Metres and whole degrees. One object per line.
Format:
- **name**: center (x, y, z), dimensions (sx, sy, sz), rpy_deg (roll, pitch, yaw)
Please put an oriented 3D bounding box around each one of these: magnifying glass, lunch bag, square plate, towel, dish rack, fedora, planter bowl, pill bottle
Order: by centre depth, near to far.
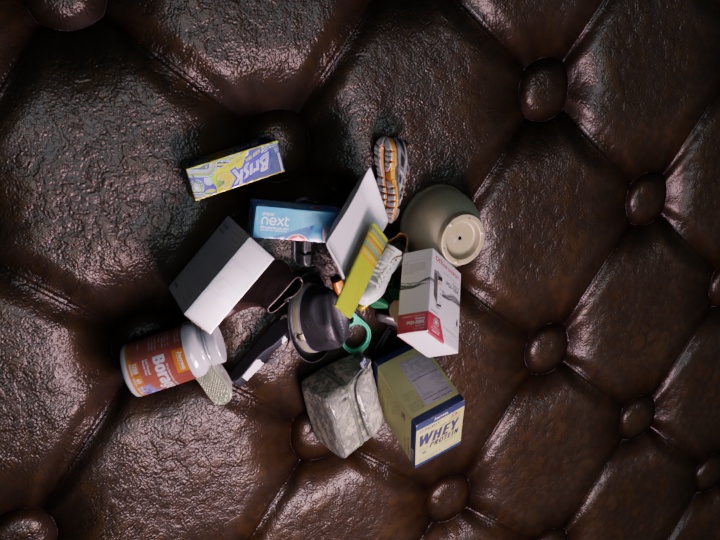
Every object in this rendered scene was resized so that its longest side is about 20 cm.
- **pill bottle**: center (-0.383, 0.178, 1.547), dimensions (0.197, 0.113, 0.114), rpy_deg (-18, 116, -1)
- **square plate**: center (-0.010, -0.086, 1.597), dimensions (0.202, 0.028, 0.199), rpy_deg (-62, 153, -22)
- **towel**: center (0.000, 0.000, 1.629), dimensions (0.202, 0.018, 0.086), rpy_deg (-65, 150, -13)
- **fedora**: center (-0.081, 0.105, 1.664), dimensions (0.200, 0.090, 0.205), rpy_deg (0, 90, -61)
- **dish rack**: center (-0.052, -0.087, 1.682), dimensions (0.197, 0.054, 0.156), rpy_deg (-7, 112, -26)
- **planter bowl**: center (0.209, -0.089, 1.762), dimensions (0.197, 0.135, 0.204), rpy_deg (-9, 112, -23)
- **magnifying glass**: center (-0.028, 0.110, 1.780), dimensions (0.079, 0.022, 0.203), rpy_deg (-26, 116, -16)
- **lunch bag**: center (-0.031, 0.313, 1.789), dimensions (0.167, 0.138, 0.203), rpy_deg (-31, 120, -30)

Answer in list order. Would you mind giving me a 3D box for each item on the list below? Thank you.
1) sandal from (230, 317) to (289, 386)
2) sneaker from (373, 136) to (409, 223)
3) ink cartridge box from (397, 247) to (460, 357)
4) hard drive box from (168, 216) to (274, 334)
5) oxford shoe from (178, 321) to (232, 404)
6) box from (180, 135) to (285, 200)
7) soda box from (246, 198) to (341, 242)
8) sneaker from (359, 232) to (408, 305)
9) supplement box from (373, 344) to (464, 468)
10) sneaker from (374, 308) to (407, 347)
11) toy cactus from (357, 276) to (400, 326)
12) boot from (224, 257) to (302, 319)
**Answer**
- **sandal**: center (-0.210, 0.182, 1.689), dimensions (0.200, 0.076, 0.043), rpy_deg (-44, 119, 6)
- **sneaker**: center (0.077, -0.205, 1.694), dimensions (0.077, 0.078, 0.203), rpy_deg (-21, 124, -40)
- **ink cartridge box**: center (0.157, 0.072, 1.683), dimensions (0.146, 0.082, 0.203), rpy_deg (36, 52, -47)
- **hard drive box**: center (-0.289, 0.005, 1.536), dimensions (0.201, 0.156, 0.077), rpy_deg (-49, 122, -2)
- **oxford shoe**: center (-0.341, 0.200, 1.640), dimensions (0.074, 0.058, 0.202), rpy_deg (-27, 104, 5)
- **box**: center (-0.259, -0.210, 1.529), dimensions (0.197, 0.064, 0.071), rpy_deg (-22, 116, -19)
- **soda box**: center (-0.133, -0.102, 1.572), dimensions (0.197, 0.064, 0.069), rpy_deg (4, 107, -21)
- **sneaker**: center (0.046, -0.012, 1.699), dimensions (0.201, 0.072, 0.085), rpy_deg (-53, 165, -32)
- **supplement box**: center (0.137, 0.318, 1.795), dimensions (0.133, 0.201, 0.202), rpy_deg (-23, 141, -16)
- **sneaker**: center (0.107, 0.162, 1.836), dimensions (0.197, 0.076, 0.117), rpy_deg (15, 104, -30)
- **toy cactus**: center (0.072, 0.074, 1.743), dimensions (0.197, 0.166, 0.103), rpy_deg (8, 125, -23)
- **boot**: center (-0.224, 0.053, 1.578), dimensions (0.199, 0.166, 0.073), rpy_deg (-41, 120, -8)
